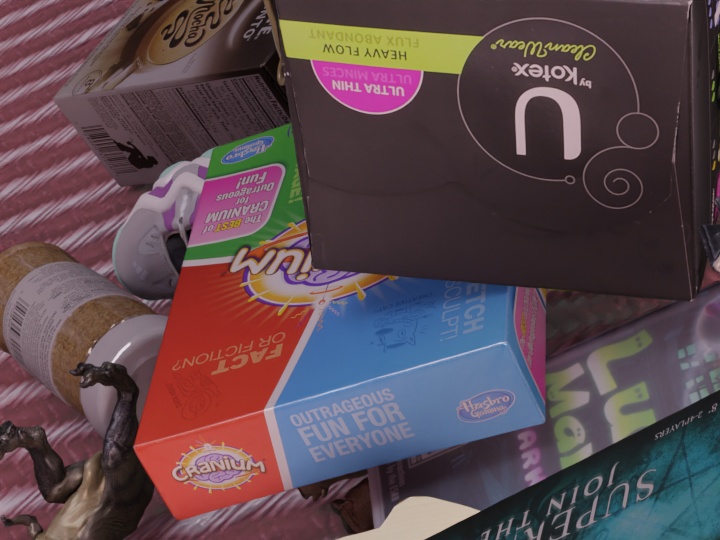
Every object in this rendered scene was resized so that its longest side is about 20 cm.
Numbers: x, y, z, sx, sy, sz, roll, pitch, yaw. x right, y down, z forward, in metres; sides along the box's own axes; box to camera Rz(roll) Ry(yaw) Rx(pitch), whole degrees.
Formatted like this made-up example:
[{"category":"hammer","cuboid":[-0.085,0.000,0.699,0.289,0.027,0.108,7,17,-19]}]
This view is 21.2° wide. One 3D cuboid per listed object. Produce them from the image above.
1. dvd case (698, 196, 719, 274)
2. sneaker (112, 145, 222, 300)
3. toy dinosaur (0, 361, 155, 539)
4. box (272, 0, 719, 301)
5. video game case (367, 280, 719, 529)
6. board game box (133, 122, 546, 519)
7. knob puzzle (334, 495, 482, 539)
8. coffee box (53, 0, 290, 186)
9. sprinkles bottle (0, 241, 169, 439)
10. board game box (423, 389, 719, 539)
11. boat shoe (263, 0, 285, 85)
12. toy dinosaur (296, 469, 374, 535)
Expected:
[{"category":"dvd case","cuboid":[0.176,0.041,0.495,0.016,0.199,0.149,-59,-5,9]},{"category":"sneaker","cuboid":[-0.058,-0.013,0.955,0.199,0.078,0.140,-24,18,25]},{"category":"toy dinosaur","cuboid":[-0.121,0.090,0.894,0.200,0.088,0.047,-46,31,-15]},{"category":"box","cuboid":[0.070,-0.101,0.720,0.147,0.125,0.201,5,39,17]},{"category":"video game case","cuboid":[0.090,0.108,0.654,0.181,0.023,0.201,-25,47,21]},{"category":"board game box","cuboid":[0.000,0.000,0.773,0.152,0.040,0.201,-17,34,18]},{"category":"knob puzzle","cuboid":[0.032,0.170,0.614,0.218,0.030,0.221,-9,64,20]},{"category":"coffee box","cuboid":[-0.074,-0.120,1.146,0.199,0.080,0.113,-3,43,46]},{"category":"sprinkles bottle","cuboid":[-0.141,0.038,1.009,0.068,0.068,0.200,-44,30,-12]},{"category":"board game box","cuboid":[0.036,0.117,0.520,0.200,0.028,0.136,-34,24,38]},{"category":"boat shoe","cuboid":[-0.025,-0.140,0.981,0.074,0.062,0.201,-55,27,23]},{"category":"toy dinosaur","cuboid":[0.021,0.037,0.828,0.135,0.086,0.200,-38,34,-15]}]
